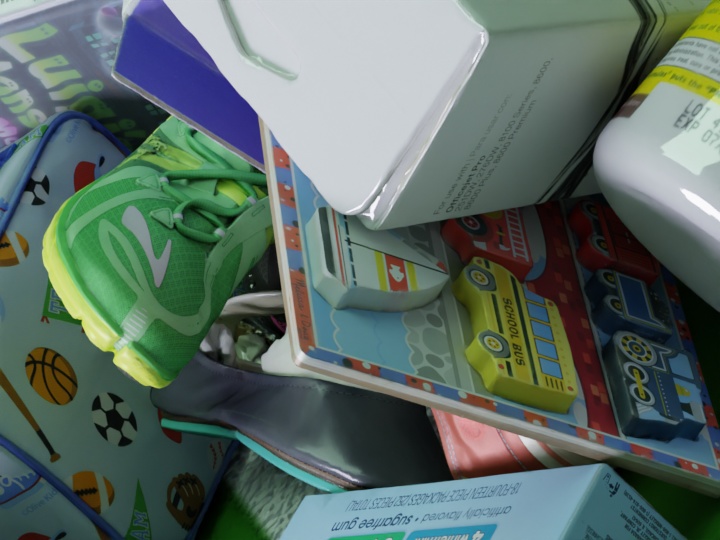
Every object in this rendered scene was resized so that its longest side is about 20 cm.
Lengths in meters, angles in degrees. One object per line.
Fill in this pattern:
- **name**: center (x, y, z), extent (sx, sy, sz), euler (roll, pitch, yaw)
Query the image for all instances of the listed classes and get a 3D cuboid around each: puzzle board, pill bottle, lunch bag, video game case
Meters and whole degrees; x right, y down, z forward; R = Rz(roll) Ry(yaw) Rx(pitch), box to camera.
- **puzzle board**: center (0.038, -0.021, 0.825), extent (0.017, 0.151, 0.200), euler (-56, 27, 32)
- **pill bottle**: center (0.171, -0.074, 0.775), extent (0.200, 0.109, 0.109), euler (-50, 21, -6)
- **lunch bag**: center (-0.124, 0.033, 1.075), extent (0.076, 0.160, 0.200), euler (-31, 27, 35)
- **video game case**: center (-0.126, -0.060, 1.135), extent (0.182, 0.200, 0.023), euler (-16, 56, 16)

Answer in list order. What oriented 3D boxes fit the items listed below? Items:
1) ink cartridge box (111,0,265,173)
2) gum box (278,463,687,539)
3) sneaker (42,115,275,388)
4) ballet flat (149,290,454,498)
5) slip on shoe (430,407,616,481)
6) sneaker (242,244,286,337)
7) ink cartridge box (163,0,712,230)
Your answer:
- **ink cartridge box**: center (0.001, -0.077, 0.983), extent (0.043, 0.198, 0.200), euler (-51, 19, 23)
- **gum box**: center (-0.006, 0.156, 0.793), extent (0.170, 0.045, 0.200), euler (-14, 38, 55)
- **sneaker**: center (-0.058, -0.030, 0.973), extent (0.084, 0.074, 0.200), euler (-37, 15, 32)
- **ballet flat**: center (-0.024, 0.043, 0.966), extent (0.073, 0.073, 0.200), euler (-52, 26, -13)
- **slip on shoe**: center (0.031, -0.006, 0.882), extent (0.061, 0.074, 0.200), euler (-41, 57, 34)
- **sneaker**: center (0.000, 0.000, 1.042), extent (0.084, 0.077, 0.200), euler (-62, 16, 0)
- **ink cartridge box**: center (0.045, -0.099, 0.839), extent (0.200, 0.145, 0.084), euler (-12, -38, -46)
